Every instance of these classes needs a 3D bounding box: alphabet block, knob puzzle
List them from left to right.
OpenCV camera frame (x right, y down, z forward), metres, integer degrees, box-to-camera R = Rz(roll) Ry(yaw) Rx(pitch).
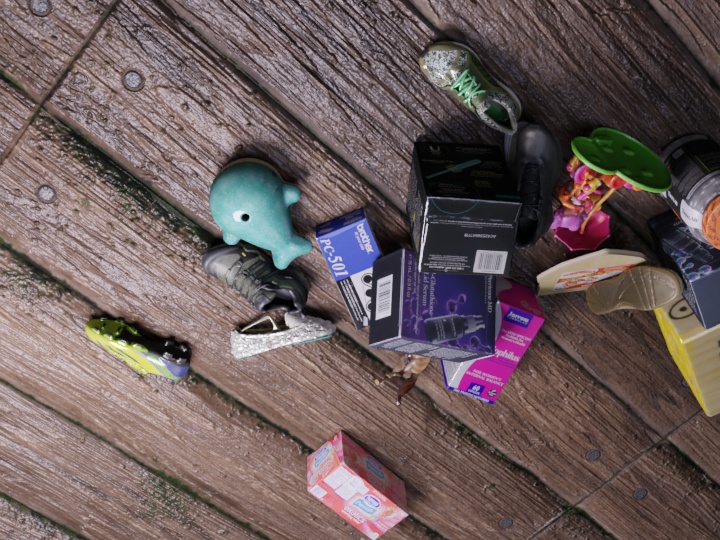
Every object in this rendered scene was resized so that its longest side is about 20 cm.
[{"bbox_3d":[0.395,-0.008,1.437,0.214,0.031,0.220,-6,162,-2],"label":"knob puzzle"},{"bbox_3d":[0.639,0.094,1.476,0.197,0.197,0.198,-25,118,12],"label":"alphabet block"}]

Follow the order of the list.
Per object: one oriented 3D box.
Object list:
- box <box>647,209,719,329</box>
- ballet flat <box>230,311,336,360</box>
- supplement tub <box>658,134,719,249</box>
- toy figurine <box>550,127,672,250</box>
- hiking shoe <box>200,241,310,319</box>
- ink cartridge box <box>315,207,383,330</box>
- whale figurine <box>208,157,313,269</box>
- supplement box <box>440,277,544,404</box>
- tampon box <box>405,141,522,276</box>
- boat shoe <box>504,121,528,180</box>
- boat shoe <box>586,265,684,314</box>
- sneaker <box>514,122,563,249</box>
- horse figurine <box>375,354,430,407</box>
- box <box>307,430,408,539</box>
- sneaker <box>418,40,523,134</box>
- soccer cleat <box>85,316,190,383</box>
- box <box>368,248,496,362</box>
[{"bbox_3d":[0.586,-0.026,1.396,0.146,0.201,0.108,-25,120,11],"label":"box"},{"bbox_3d":[-0.143,0.108,1.509,0.195,0.072,0.073,-15,121,5],"label":"ballet flat"},{"bbox_3d":[0.553,-0.122,1.337,0.119,0.201,0.125,-1,121,-2],"label":"supplement tub"},{"bbox_3d":[0.370,-0.112,1.366,0.196,0.152,0.186,-1,136,-34],"label":"toy figurine"},{"bbox_3d":[-0.175,0.018,1.430,0.196,0.101,0.077,19,118,-14],"label":"hiking shoe"},{"bbox_3d":[0.000,0.000,1.464,0.092,0.045,0.203,-21,120,7],"label":"ink cartridge box"},{"bbox_3d":[-0.160,-0.081,1.370,0.157,0.104,0.201,-30,116,14],"label":"whale figurine"},{"bbox_3d":[0.232,0.122,1.519,0.099,0.104,0.203,19,116,-13],"label":"supplement box"},{"bbox_3d":[0.156,-0.100,1.324,0.146,0.201,0.129,3,122,-4],"label":"tampon box"},{"bbox_3d":[0.265,-0.141,1.387,0.070,0.062,0.204,-9,121,2],"label":"boat shoe"},{"bbox_3d":[0.469,0.033,1.426,0.062,0.200,0.075,-10,82,-29],"label":"boat shoe"},{"bbox_3d":[0.267,-0.125,1.303,0.074,0.091,0.204,6,121,22],"label":"sneaker"},{"bbox_3d":[0.092,0.143,1.535,0.131,0.050,0.204,-16,124,-38],"label":"horse figurine"},{"bbox_3d":[-0.005,0.429,1.687,0.102,0.095,0.200,-39,116,19],"label":"box"},{"bbox_3d":[0.175,-0.275,1.287,0.198,0.089,0.077,31,115,-19],"label":"sneaker"},{"bbox_3d":[-0.403,0.149,1.516,0.197,0.065,0.084,23,119,-17],"label":"soccer cleat"},{"bbox_3d":[0.122,0.062,1.410,0.196,0.152,0.104,11,162,-28],"label":"box"}]
